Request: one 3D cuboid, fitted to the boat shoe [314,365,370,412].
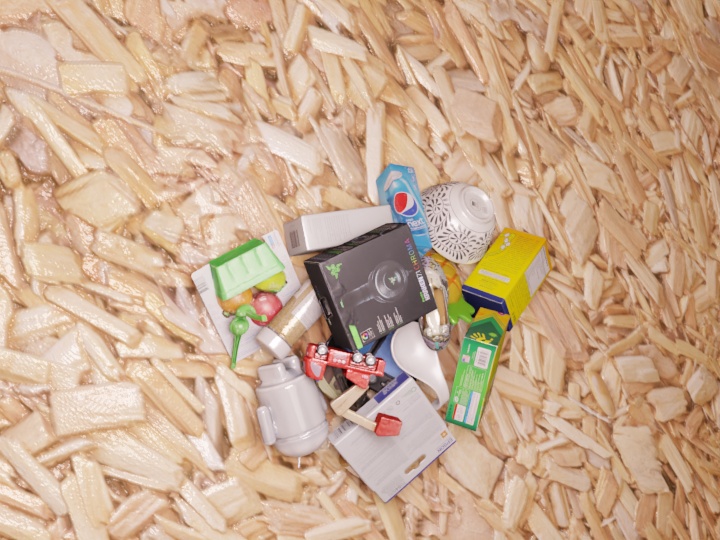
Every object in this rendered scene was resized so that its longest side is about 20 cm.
[{"bbox_3d":[-0.017,0.236,1.329,0.201,0.066,0.072,49,27,-39],"label":"boat shoe"}]

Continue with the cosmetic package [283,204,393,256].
[{"bbox_3d":[-0.042,-0.081,1.365,0.200,0.101,0.071,-9,89,-29],"label":"cosmetic package"}]

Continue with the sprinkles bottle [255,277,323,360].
[{"bbox_3d":[-0.107,0.074,1.271,0.068,0.068,0.200,46,72,-16],"label":"sprinkles bottle"}]

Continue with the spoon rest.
[{"bbox_3d":[0.125,0.193,1.349,0.099,0.061,0.200,-37,110,-28],"label":"spoon rest"}]

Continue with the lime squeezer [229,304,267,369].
[{"bbox_3d":[-0.206,0.105,1.222,0.038,0.200,0.071,-18,68,-37],"label":"lime squeezer"}]

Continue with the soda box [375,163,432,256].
[{"bbox_3d":[0.089,-0.122,1.417,0.064,0.068,0.200,4,60,-28],"label":"soda box"}]

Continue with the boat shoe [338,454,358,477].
[{"bbox_3d":[0.042,0.334,1.389,0.200,0.071,0.069,-47,109,-14],"label":"boat shoe"}]

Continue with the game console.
[{"bbox_3d":[0.055,0.136,1.379,0.171,0.118,0.200,27,69,19],"label":"game console"}]

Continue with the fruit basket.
[{"bbox_3d":[-0.202,0.048,1.288,0.185,0.094,0.200,-30,120,-20],"label":"fruit basket"}]

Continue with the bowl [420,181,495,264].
[{"bbox_3d":[0.228,-0.123,1.479,0.201,0.094,0.201,15,58,-25],"label":"bowl"}]

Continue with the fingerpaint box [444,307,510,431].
[{"bbox_3d":[0.244,0.202,1.414,0.167,0.073,0.200,-41,144,-62],"label":"fingerpaint box"}]

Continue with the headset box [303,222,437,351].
[{"bbox_3d":[0.012,0.029,1.237,0.200,0.093,0.174,-24,102,-21],"label":"headset box"}]

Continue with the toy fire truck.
[{"bbox_3d":[-0.015,0.217,1.239,0.200,0.049,0.141,13,88,-6],"label":"toy fire truck"}]

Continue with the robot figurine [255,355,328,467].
[{"bbox_3d":[-0.127,0.264,1.279,0.170,0.113,0.200,-20,94,-47],"label":"robot figurine"}]

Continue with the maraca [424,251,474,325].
[{"bbox_3d":[0.162,0.038,1.431,0.137,0.107,0.200,-5,48,-38],"label":"maraca"}]

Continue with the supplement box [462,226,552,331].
[{"bbox_3d":[0.331,0.017,1.526,0.200,0.109,0.109,-50,139,-22],"label":"supplement box"}]

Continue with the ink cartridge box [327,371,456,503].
[{"bbox_3d":[0.066,0.329,1.331,0.200,0.041,0.200,-39,118,-9],"label":"ink cartridge box"}]

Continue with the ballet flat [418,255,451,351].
[{"bbox_3d":[0.140,0.055,1.332,0.072,0.072,0.201,5,66,-27],"label":"ballet flat"}]

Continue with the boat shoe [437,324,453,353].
[{"bbox_3d":[0.180,0.105,1.480,0.072,0.069,0.200,45,67,-17],"label":"boat shoe"}]
